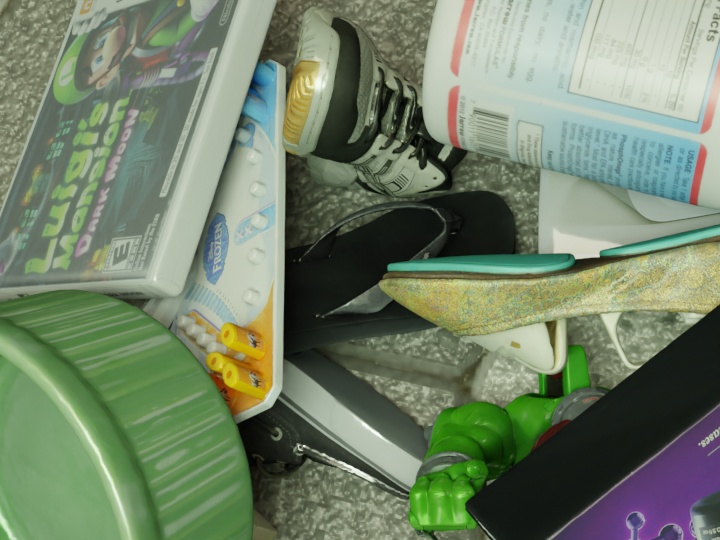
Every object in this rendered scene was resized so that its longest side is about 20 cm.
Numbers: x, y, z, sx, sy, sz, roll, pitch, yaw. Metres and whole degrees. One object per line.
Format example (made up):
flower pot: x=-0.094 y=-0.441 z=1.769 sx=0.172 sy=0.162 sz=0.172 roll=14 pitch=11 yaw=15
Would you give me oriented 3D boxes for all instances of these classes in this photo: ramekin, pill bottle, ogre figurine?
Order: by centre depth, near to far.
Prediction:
ramekin: x=-0.144 y=0.104 z=0.679 sx=0.200 sy=0.098 sz=0.201 roll=10 pitch=108 yaw=31
pill bottle: x=0.137 y=-0.091 z=0.699 sx=0.200 sy=0.109 sz=0.109 roll=15 pitch=77 yaw=14
ogre figurine: x=0.115 y=0.090 z=0.735 sx=0.200 sy=0.120 sz=0.098 roll=-24 pitch=106 yaw=-5

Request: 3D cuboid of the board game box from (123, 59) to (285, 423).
board game box: x=-0.117 y=0.007 z=0.778 sx=0.200 sy=0.026 sz=0.200 roll=-27 pitch=50 yaw=36

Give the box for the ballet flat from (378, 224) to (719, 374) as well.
ballet flat: x=0.109 y=0.017 z=0.708 sx=0.199 sy=0.071 sz=0.071 roll=-7 pitch=73 yaw=9

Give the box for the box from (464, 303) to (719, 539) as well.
box: x=0.170 y=0.103 z=0.648 sx=0.200 sy=0.079 sz=0.141 roll=-38 pitch=108 yaw=-3

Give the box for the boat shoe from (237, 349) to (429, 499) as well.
boat shoe: x=-0.049 y=0.075 z=0.807 sx=0.200 sy=0.070 sz=0.066 roll=31 pitch=100 yaw=13

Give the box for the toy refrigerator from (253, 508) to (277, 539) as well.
toy refrigerator: x=-0.141 y=0.186 z=0.787 sx=0.076 sy=0.070 sz=0.200 roll=41 pitch=86 yaw=14

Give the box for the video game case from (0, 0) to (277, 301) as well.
video game case: x=-0.126 y=-0.078 z=0.798 sx=0.182 sy=0.023 sz=0.200 roll=-4 pitch=65 yaw=48

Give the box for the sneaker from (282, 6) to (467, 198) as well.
sneaker: x=0.013 y=-0.082 z=0.769 sx=0.087 sy=0.200 sz=0.076 roll=13 pitch=88 yaw=8

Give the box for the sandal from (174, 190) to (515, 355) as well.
sandal: x=0.000 y=0.001 z=0.793 sx=0.200 sy=0.043 sz=0.076 roll=-19 pitch=53 yaw=-22

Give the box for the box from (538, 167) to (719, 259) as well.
box: x=0.197 y=-0.076 z=0.792 sx=0.199 sy=0.097 sz=0.177 roll=1 pitch=76 yaw=11
